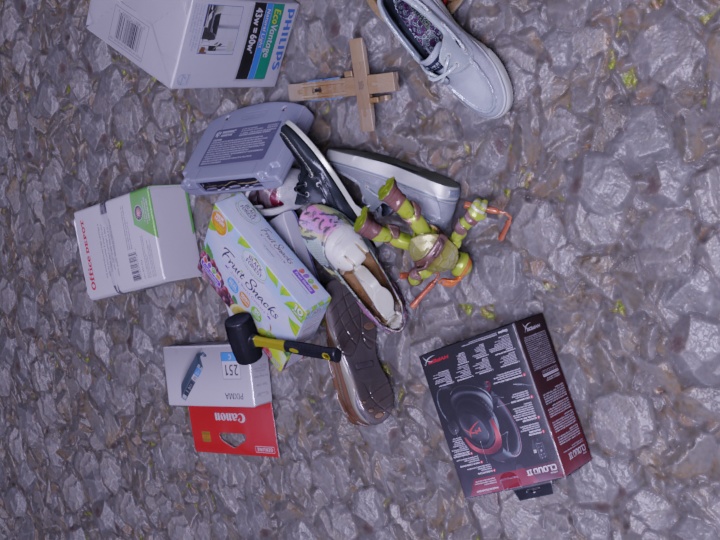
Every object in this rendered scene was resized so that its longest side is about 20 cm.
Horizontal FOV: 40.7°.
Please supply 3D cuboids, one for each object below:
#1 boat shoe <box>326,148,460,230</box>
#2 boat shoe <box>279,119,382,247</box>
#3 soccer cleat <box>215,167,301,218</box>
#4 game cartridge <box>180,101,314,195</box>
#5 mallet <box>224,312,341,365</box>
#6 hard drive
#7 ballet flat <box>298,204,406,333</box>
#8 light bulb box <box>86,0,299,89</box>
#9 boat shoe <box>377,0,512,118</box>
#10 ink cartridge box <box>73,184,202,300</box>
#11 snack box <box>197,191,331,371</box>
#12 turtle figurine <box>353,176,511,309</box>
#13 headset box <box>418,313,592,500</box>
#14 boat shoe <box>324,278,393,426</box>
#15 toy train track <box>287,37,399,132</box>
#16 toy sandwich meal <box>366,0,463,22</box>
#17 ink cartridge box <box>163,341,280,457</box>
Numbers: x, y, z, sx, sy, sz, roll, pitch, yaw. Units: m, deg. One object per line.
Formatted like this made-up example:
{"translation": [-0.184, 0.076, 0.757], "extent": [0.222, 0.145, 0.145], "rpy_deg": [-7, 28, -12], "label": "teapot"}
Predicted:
{"translation": [0.032, -0.102, 1.222], "extent": [0.199, 0.070, 0.073], "rpy_deg": [23, 108, 32], "label": "boat shoe"}
{"translation": [-0.052, -0.097, 1.247], "extent": [0.066, 0.075, 0.201], "rpy_deg": [-37, 106, -2], "label": "boat shoe"}
{"translation": [-0.153, -0.102, 1.362], "extent": [0.198, 0.086, 0.071], "rpy_deg": [-15, 89, 40], "label": "soccer cleat"}
{"translation": [-0.154, -0.170, 1.337], "extent": [0.198, 0.041, 0.135], "rpy_deg": [0, 60, 41], "label": "game cartridge"}
{"translation": [-0.103, 0.088, 1.252], "extent": [0.198, 0.041, 0.067], "rpy_deg": [-4, 114, 45], "label": "mallet"}
{"translation": [-0.136, 0.011, 1.384], "extent": [0.199, 0.025, 0.134], "rpy_deg": [-25, 84, 48], "label": "hard drive"}
{"translation": [0.000, 0.000, 1.211], "extent": [0.201, 0.069, 0.071], "rpy_deg": [53, 173, -23], "label": "ballet flat"}
{"translation": [-0.225, -0.344, 1.310], "extent": [0.197, 0.198, 0.126], "rpy_deg": [37, 120, 28], "label": "light bulb box"}
{"translation": [0.091, -0.249, 1.115], "extent": [0.201, 0.071, 0.070], "rpy_deg": [50, 134, 1], "label": "boat shoe"}
{"translation": [-0.354, -0.043, 1.537], "extent": [0.198, 0.083, 0.148], "rpy_deg": [-11, 89, 39], "label": "ink cartridge box"}
{"translation": [-0.134, 0.015, 1.311], "extent": [0.200, 0.053, 0.143], "rpy_deg": [48, 140, 18], "label": "snack box"}
{"translation": [0.072, -0.028, 1.156], "extent": [0.160, 0.065, 0.200], "rpy_deg": [31, 134, -16], "label": "turtle figurine"}
{"translation": [0.172, 0.172, 1.147], "extent": [0.147, 0.074, 0.203], "rpy_deg": [-24, 82, 39], "label": "headset box"}
{"translation": [-0.018, 0.111, 1.294], "extent": [0.072, 0.075, 0.204], "rpy_deg": [-33, 64, 52], "label": "boat shoe"}
{"translation": [-0.019, -0.240, 1.270], "extent": [0.198, 0.032, 0.117], "rpy_deg": [5, 107, 44], "label": "toy train track"}
{"translation": [0.052, -0.389, 1.160], "extent": [0.202, 0.070, 0.210], "rpy_deg": [7, 102, 38], "label": "toy sandwich meal"}
{"translation": [-0.216, 0.199, 1.489], "extent": [0.197, 0.044, 0.180], "rpy_deg": [-6, 92, 40], "label": "ink cartridge box"}
